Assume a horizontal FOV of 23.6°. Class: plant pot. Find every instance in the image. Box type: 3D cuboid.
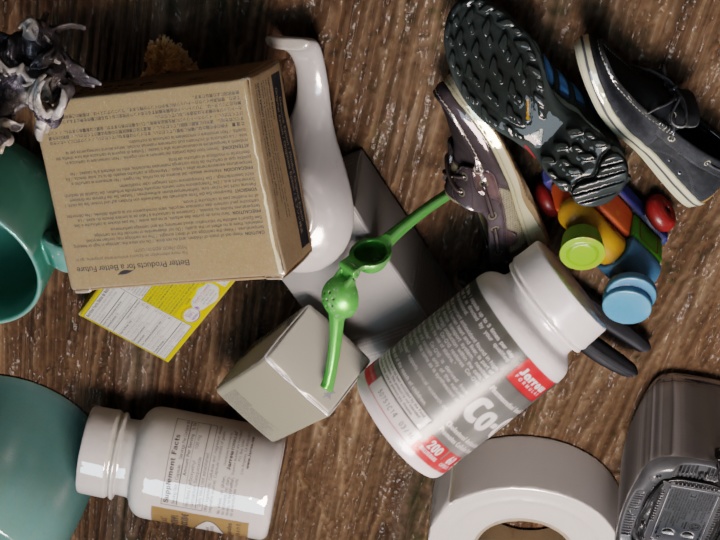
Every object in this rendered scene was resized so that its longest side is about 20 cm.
[{"bbox_3d":[-0.379,0.235,1.780,0.199,0.162,0.202,5,133,5],"label":"plant pot"}]

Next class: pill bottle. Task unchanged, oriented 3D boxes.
[{"bbox_3d":[-0.181,0.199,1.745,0.198,0.115,0.115,11,134,0],"label":"pill bottle"},{"bbox_3d":[0.105,0.075,1.477,0.200,0.114,0.114,-39,120,11],"label":"pill bottle"}]

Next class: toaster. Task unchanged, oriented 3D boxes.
[{"bbox_3d":[0.307,0.189,1.643,0.113,0.130,0.201,8,135,1],"label":"toaster"}]

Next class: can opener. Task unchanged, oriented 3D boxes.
[{"bbox_3d":[0.186,0.035,1.578,0.199,0.079,0.064,26,93,-19],"label":"can opener"}]

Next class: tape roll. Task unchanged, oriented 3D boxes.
[{"bbox_3d":[0.169,0.262,1.776,0.200,0.071,0.204,5,134,5],"label":"tape roll"}]

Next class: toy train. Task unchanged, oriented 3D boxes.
[{"bbox_3d":[0.182,-0.051,1.446,0.084,0.116,0.200,-30,122,31],"label":"toy train"}]

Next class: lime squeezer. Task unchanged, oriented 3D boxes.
[{"bbox_3d":[0.009,0.009,1.458,0.070,0.038,0.201,31,90,-36],"label":"lime squeezer"}]

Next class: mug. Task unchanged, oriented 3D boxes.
[{"bbox_3d":[-0.322,-0.039,1.536,0.184,0.115,0.152,27,135,-9],"label":"mug"}]

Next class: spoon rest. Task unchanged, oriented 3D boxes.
[{"bbox_3d":[-0.050,-0.097,1.441,0.099,0.061,0.202,8,106,22],"label":"spoon rest"}]

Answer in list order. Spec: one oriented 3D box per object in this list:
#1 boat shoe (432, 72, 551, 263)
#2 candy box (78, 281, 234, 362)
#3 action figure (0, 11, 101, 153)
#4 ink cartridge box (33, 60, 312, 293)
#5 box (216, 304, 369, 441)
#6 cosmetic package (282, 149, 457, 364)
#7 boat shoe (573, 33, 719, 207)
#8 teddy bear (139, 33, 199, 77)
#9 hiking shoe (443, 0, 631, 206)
[{"bbox_3d":[0.102,-0.078,1.459,0.064,0.072,0.200,-29,132,4],"label":"boat shoe"},{"bbox_3d":[-0.177,0.003,1.619,0.102,0.027,0.200,31,130,-14],"label":"candy box"},{"bbox_3d":[-0.276,-0.137,1.327,0.118,0.201,0.102,24,155,4],"label":"action figure"},{"bbox_3d":[-0.152,-0.076,1.407,0.198,0.075,0.166,-3,107,21],"label":"ink cartridge box"},{"bbox_3d":[-0.066,0.098,1.590,0.082,0.068,0.200,42,159,-6],"label":"box"},{"bbox_3d":[0.000,0.000,1.548,0.106,0.091,0.201,-16,126,23],"label":"cosmetic package"},{"bbox_3d":[0.240,-0.128,1.397,0.062,0.075,0.200,-31,126,26],"label":"boat shoe"},{"bbox_3d":[-0.178,-0.108,1.478,0.199,0.067,0.145,-31,110,33],"label":"teddy bear"},{"bbox_3d":[0.139,-0.136,1.393,0.074,0.087,0.200,-38,91,17],"label":"hiking shoe"}]
